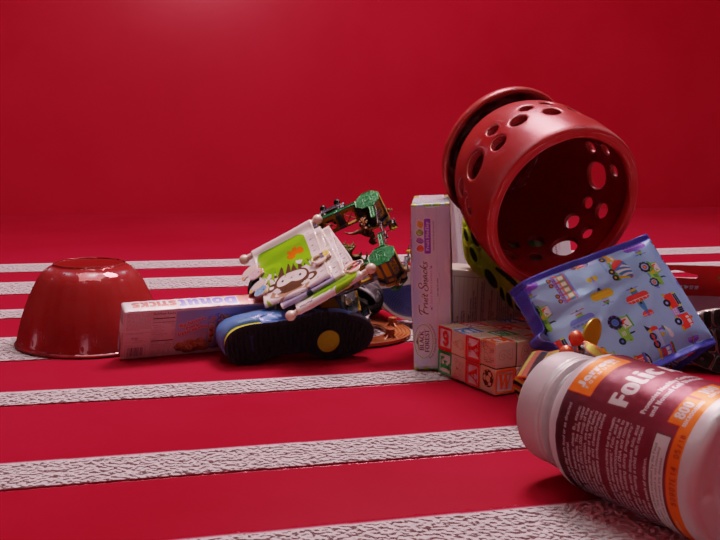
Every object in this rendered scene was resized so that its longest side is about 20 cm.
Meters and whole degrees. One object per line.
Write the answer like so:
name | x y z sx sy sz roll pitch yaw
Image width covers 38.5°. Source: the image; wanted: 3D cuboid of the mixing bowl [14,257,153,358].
mixing bowl | -0.360 0.042 1.372 0.198 0.110 0.200 0 9 0

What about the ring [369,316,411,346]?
ring | -0.028 0.080 1.453 0.198 0.019 0.200 1 8 0

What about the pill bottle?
pill bottle | 0.220 0.129 0.804 0.113 0.115 0.199 -4 10 -30

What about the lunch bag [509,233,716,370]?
lunch bag | 0.271 0.060 1.158 0.199 0.151 0.094 -12 -27 -33

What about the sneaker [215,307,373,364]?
sneaker | -0.084 0.072 1.304 0.198 0.067 0.078 -4 20 -16

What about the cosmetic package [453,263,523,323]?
cosmetic package | 0.185 0.048 1.402 0.198 0.105 0.073 6 8 23

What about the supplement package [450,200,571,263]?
supplement package | 0.221 -0.037 1.689 0.198 0.152 0.152 -2 -9 -17

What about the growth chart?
growth chart | -0.076 -0.003 1.315 0.144 0.018 0.200 -33 34 -7

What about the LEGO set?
LEGO set | 0.000 0.000 1.377 0.153 0.116 0.200 -28 36 1

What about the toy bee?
toy bee | 0.212 0.095 0.987 0.199 0.109 0.131 -20 32 41

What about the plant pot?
plant pot | 0.201 -0.111 1.240 0.199 0.202 0.183 -3 29 -24

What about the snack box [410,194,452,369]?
snack box | 0.090 0.010 1.299 0.052 0.202 0.142 -1 8 5

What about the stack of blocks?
stack of blocks | 0.205 0.095 1.228 0.198 0.059 0.115 -4 10 -30

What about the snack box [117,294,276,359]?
snack box | -0.206 0.070 1.310 0.198 0.072 0.024 -3 32 -25

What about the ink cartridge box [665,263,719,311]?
ink cartridge box | 0.401 0.047 1.344 0.198 0.045 0.176 2 -23 9

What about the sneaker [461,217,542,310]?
sneaker | 0.193 -0.020 1.340 0.083 0.075 0.200 -12 43 -22

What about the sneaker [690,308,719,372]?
sneaker | 0.414 0.080 1.294 0.198 0.079 0.090 4 6 19

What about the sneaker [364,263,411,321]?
sneaker | 0.032 0.026 1.568 0.198 0.081 0.115 10 -1 20

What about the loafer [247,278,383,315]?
loafer | -0.066 0.032 1.471 0.198 0.069 0.070 5 1 6
